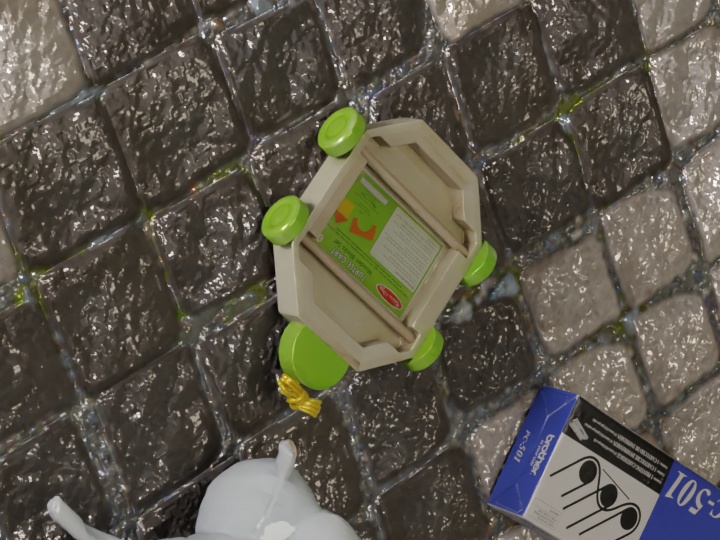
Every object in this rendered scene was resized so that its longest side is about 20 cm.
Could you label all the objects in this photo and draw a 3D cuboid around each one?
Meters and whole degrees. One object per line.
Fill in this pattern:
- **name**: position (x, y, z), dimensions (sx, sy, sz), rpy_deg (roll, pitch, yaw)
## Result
- **hippo plush**: position (-0.084, 0.198, 1.281), dimensions (0.199, 0.160, 0.161), rpy_deg (38, 47, 8)
- **ink cartridge box**: position (0.187, 0.168, 1.510), dimensions (0.199, 0.044, 0.095), rpy_deg (33, 79, -35)
- **toy wagon**: position (0.000, 0.000, 1.351), dimensions (0.155, 0.039, 0.201), rpy_deg (43, 72, -32)
